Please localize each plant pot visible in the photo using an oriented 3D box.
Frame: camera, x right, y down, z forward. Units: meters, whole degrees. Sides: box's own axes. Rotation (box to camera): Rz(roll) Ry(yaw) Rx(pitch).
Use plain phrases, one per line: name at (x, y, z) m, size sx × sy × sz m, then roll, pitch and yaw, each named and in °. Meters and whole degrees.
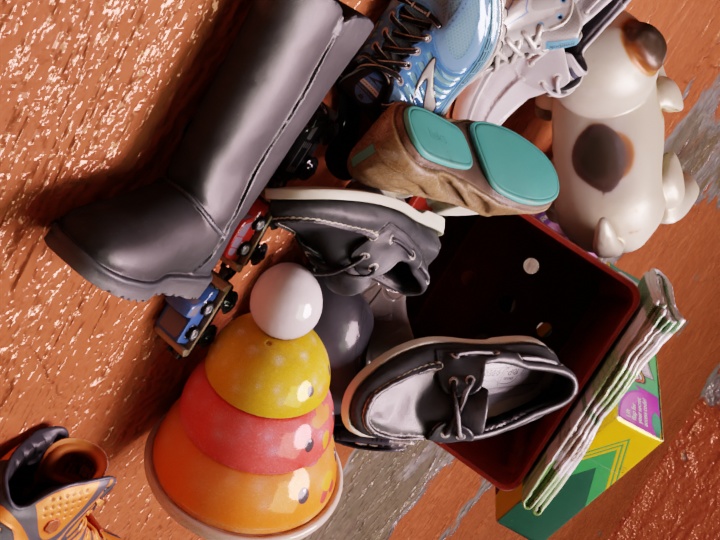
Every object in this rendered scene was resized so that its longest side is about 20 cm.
plant pot at (0.112, 0.037, 1.376) m, size 0.201 × 0.199 × 0.176 m, roll -58°, pitch 172°, yaw 11°

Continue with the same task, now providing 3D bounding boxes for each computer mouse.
computer mouse at (-0.031, 0.079, 1.213) m, size 0.201 × 0.137 × 0.053 m, roll 84°, pitch 18°, yaw -49°

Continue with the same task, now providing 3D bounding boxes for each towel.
towel at (0.196, 0.098, 1.309) m, size 0.201 × 0.031 × 0.149 m, roll -58°, pitch 179°, yaw 14°

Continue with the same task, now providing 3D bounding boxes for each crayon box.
crayon box at (0.195, 0.119, 1.453) m, size 0.173 × 0.058 × 0.201 m, roll -47°, pitch -157°, yaw 35°

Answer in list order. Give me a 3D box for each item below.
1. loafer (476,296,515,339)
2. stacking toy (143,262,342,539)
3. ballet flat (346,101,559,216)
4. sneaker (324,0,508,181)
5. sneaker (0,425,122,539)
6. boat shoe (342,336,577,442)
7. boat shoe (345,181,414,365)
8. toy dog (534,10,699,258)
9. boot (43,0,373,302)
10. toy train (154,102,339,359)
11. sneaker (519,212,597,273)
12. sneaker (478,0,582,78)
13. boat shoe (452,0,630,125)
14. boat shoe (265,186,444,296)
loafer at (0.100, 0.066, 1.549) m, size 0.201 × 0.075 × 0.070 m, roll -56°, pitch 156°, yaw -21°
stacking toy at (-0.067, 0.079, 1.102) m, size 0.146 × 0.146 × 0.201 m, roll -33°, pitch 148°, yaw -43°
ballet flat at (0.059, -0.066, 1.092) m, size 0.072 × 0.068 × 0.199 m, roll -27°, pitch 162°, yaw 31°
sneaker at (0.031, -0.134, 1.070) m, size 0.090 × 0.078 × 0.201 m, roll -25°, pitch 145°, yaw -46°
sneaker at (-0.190, 0.167, 1.064) m, size 0.112 × 0.077 × 0.200 m, roll -55°, pitch 159°, yaw 6°
boat shoe at (0.081, 0.095, 1.196) m, size 0.198 × 0.066 × 0.075 m, roll -2°, pitch 110°, yaw -37°
boat shoe at (0.000, 0.000, 1.225) m, size 0.075 × 0.072 × 0.201 m, roll -12°, pitch 137°, yaw -14°
toy dog at (0.199, -0.128, 1.350) m, size 0.194 × 0.139 × 0.201 m, roll -52°, pitch 140°, yaw -50°
boot at (-0.083, -0.081, 0.917) m, size 0.201 × 0.066 × 0.165 m, roll -54°, pitch 168°, yaw 10°
toy train at (-0.078, -0.026, 1.061) m, size 0.201 × 0.034 × 0.046 m, roll -58°, pitch 155°, yaw 11°
sneaker at (0.194, -0.076, 1.520) m, size 0.201 × 0.088 × 0.081 m, roll -63°, pitch 154°, yaw -50°
sneaker at (0.112, -0.179, 1.159) m, size 0.200 × 0.087 × 0.075 m, roll -48°, pitch 160°, yaw -11°
boat shoe at (0.151, -0.174, 1.253) m, size 0.200 × 0.069 × 0.072 m, roll -50°, pitch 161°, yaw 16°
boat shoe at (-0.003, -0.016, 1.063) m, size 0.199 × 0.074 × 0.067 m, roll 14°, pitch 82°, yaw -67°
